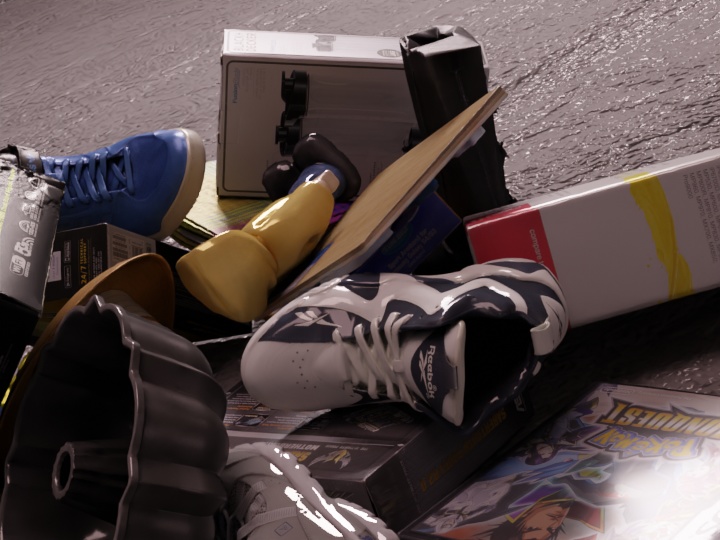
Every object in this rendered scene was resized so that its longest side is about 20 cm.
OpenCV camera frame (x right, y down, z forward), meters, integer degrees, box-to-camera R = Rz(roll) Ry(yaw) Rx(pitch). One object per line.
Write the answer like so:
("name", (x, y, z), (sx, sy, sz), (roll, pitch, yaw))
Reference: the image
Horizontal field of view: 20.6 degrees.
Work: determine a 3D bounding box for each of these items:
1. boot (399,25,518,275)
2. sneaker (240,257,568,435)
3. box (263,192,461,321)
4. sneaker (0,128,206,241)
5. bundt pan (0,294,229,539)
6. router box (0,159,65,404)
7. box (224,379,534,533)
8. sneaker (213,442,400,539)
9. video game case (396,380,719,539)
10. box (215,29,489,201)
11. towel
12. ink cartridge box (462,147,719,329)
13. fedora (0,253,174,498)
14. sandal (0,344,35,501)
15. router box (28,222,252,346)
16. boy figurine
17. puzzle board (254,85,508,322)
("boot", (0.061, -0.076, 1.412), (0.065, 0.201, 0.165), (-26, 20, -19))
("sneaker", (0.024, 0.050, 1.142), (0.198, 0.080, 0.130), (-6, 11, 3))
("box", (0.000, 0.000, 1.372), (0.119, 0.041, 0.200), (-46, 9, -10))
("sneaker", (-0.207, -0.057, 1.435), (0.111, 0.077, 0.200), (16, -26, -40))
("bundt pan", (-0.136, 0.121, 1.128), (0.076, 0.203, 0.202), (14, 4, -27))
("router box", (-0.253, 0.049, 1.247), (0.062, 0.200, 0.150), (21, 29, -14))
("box", (-0.016, 0.105, 1.228), (0.199, 0.048, 0.158), (-2, 26, 42))
("sneaker", (-0.052, 0.152, 1.094), (0.082, 0.075, 0.200), (-27, 21, -25))
("video game case", (0.146, 0.120, 1.068), (0.181, 0.026, 0.200), (-33, 24, -34))
("box", (-0.008, -0.115, 1.486), (0.199, 0.117, 0.060), (1, 27, -4))
("towel", (-0.068, -0.054, 1.511), (0.200, 0.023, 0.143), (-21, 35, -40))
("ink cartridge box", (0.172, -0.020, 1.271), (0.199, 0.084, 0.145), (-16, 2, 4))
("fedora", (-0.154, 0.087, 1.280), (0.082, 0.201, 0.201), (31, 42, 18))
("sandal", (-0.223, 0.110, 1.383), (0.087, 0.080, 0.200), (6, 40, 44))
("router box", (-0.196, 0.019, 1.470), (0.157, 0.052, 0.200), (-9, -14, 26))
("boy figurine", (-0.068, -0.019, 1.339), (0.124, 0.064, 0.200), (-38, 6, 32))
("puzzle board", (0.011, -0.037, 1.293), (0.151, 0.017, 0.200), (-49, 7, -26))
